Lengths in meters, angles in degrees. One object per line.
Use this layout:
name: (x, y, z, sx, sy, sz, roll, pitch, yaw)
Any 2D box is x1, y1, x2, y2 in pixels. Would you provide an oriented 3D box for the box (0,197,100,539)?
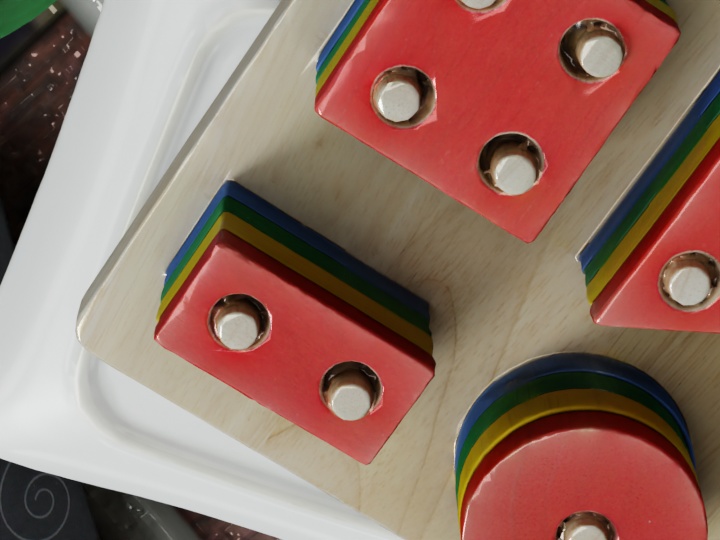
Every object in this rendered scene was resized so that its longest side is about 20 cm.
box: (-0.167, 0.070, 0.808, 0.106, 0.122, 0.201, 4, 114, 51)

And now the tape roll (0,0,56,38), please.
tape roll: (-0.064, -0.152, 0.667, 0.048, 0.200, 0.201, 39, 116, 4)

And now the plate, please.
plate: (0.000, 0.000, 0.749, 0.199, 0.032, 0.201, 19, 108, -10)

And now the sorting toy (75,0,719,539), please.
sorting toy: (0.053, -0.001, 0.689, 0.198, 0.070, 0.200, 31, 109, -12)
